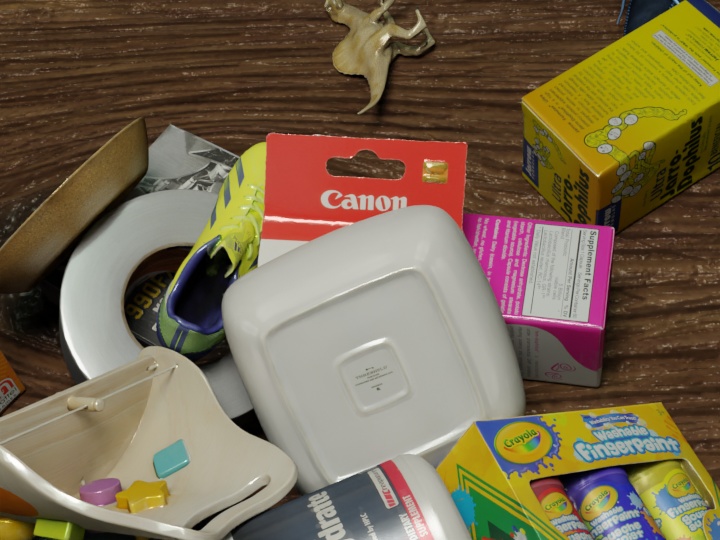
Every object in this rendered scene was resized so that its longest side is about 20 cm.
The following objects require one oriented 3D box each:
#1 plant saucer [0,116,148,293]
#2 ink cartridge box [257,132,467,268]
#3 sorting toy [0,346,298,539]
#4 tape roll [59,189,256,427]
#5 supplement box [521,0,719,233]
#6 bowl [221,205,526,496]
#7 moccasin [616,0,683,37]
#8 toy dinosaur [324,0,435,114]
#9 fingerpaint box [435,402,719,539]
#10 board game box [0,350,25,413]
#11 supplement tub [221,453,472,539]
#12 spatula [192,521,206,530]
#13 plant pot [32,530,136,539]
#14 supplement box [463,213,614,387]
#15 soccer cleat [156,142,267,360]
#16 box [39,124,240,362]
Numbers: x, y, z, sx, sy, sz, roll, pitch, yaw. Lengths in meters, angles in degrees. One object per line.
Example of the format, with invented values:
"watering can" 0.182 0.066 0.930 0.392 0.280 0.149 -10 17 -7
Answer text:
"plant saucer" -0.238 -0.045 1.109 0.035 0.200 0.200 44 68 -6
"ink cartridge box" 0.000 0.000 1.020 0.161 0.050 0.200 3 100 1
"sorting toy" -0.146 0.140 0.910 0.180 0.107 0.200 9 19 32
"tape roll" -0.145 0.037 1.094 0.200 0.066 0.201 5 69 -12
"supplement box" 0.253 -0.133 1.184 0.200 0.109 0.110 -32 58 -13
"bowl" 0.012 0.070 0.971 0.200 0.075 0.200 -23 98 3
"moccasin" 0.286 -0.285 1.293 0.080 0.068 0.200 -12 42 37
"toy dinosaur" 0.020 -0.218 1.314 0.101 0.058 0.200 -26 48 8
"fingerpaint box" 0.175 0.184 0.948 0.200 0.073 0.167 0 47 -37
"board game box" -0.439 0.070 1.088 0.200 0.200 0.200 32 66 25
"supplement tub" -0.023 0.220 0.892 0.200 0.140 0.140 -22 57 -8
"spatula" -0.114 0.226 1.047 0.057 0.021 0.200 -50 57 5
"plant pot" -0.226 0.263 0.972 0.200 0.135 0.200 -4 56 5
"supplement box" 0.105 0.022 1.106 0.200 0.101 0.103 7 59 11
"soccer cleat" -0.098 -0.021 1.045 0.065 0.084 0.200 26 66 -3
"box" -0.167 -0.023 1.203 0.158 0.048 0.200 28 64 22
